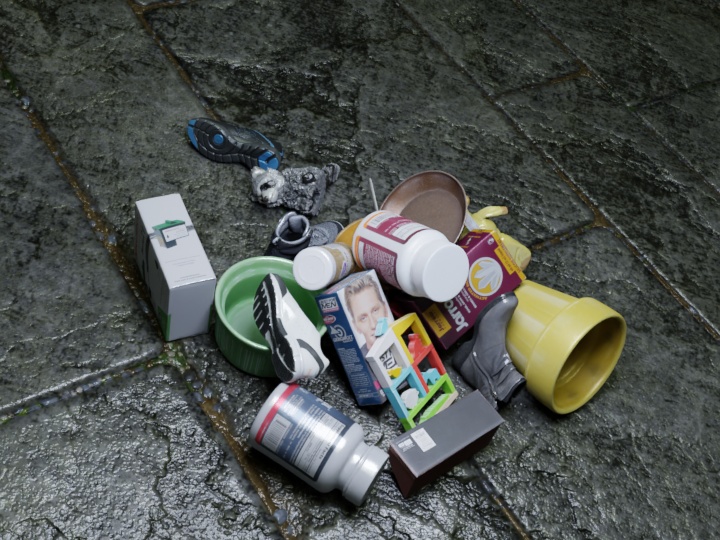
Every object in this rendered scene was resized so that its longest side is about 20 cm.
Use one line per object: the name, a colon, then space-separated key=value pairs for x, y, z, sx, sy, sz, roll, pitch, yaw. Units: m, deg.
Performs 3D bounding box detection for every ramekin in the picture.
ramekin: x=-0.153 y=0.083 z=1.667 sx=0.198 sy=0.098 sz=0.201 roll=9 pitch=47 yaw=-10

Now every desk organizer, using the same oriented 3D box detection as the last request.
desk organizer: x=0.132 y=0.280 z=1.595 sx=0.199 sy=0.077 sz=0.072 roll=-24 pitch=60 yaw=-33

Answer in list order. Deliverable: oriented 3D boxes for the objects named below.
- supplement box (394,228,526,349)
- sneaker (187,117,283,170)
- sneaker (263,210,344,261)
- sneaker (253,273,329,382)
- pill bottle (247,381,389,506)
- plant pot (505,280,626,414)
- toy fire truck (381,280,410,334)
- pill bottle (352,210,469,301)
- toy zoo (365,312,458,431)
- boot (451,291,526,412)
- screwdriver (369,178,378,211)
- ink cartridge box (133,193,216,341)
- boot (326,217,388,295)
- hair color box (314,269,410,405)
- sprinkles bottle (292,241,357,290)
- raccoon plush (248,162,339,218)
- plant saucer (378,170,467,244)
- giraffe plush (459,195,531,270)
supplement box: x=0.175 y=0.030 z=1.727 sx=0.200 sy=0.086 sz=0.111 roll=-40 pitch=105 yaw=-14
sneaker: x=-0.249 y=-0.253 z=1.969 sx=0.199 sy=0.074 sz=0.082 roll=24 pitch=30 yaw=-3
sneaker: x=-0.095 y=-0.062 z=1.804 sx=0.075 sy=0.114 sz=0.199 roll=42 pitch=51 yaw=20
sneaker: x=-0.112 y=0.092 z=1.568 sx=0.079 sy=0.074 sz=0.201 roll=5 pitch=51 yaw=-36
pill bottle: x=-0.062 y=0.269 z=1.516 sx=0.199 sy=0.120 sz=0.120 roll=32 pitch=48 yaw=11
plant pot: x=0.332 y=0.117 z=1.737 sx=0.200 sy=0.202 sz=0.189 roll=-25 pitch=45 yaw=-33
toy fire truck: x=0.070 y=0.016 z=1.831 sx=0.140 sy=0.049 sz=0.200 roll=-20 pitch=56 yaw=-28
pill bottle: x=0.083 y=-0.023 z=1.648 sx=0.113 sy=0.115 sz=0.200 roll=-17 pitch=26 yaw=-29
toy zoo: x=0.081 y=0.163 z=1.639 sx=0.131 sy=0.020 sz=0.201 roll=-41 pitch=110 yaw=-40
boot: x=0.243 y=0.143 z=1.675 sx=0.069 sy=0.201 sz=0.132 roll=-10 pitch=49 yaw=-35
screwdriver: x=0.038 y=-0.105 z=1.879 sx=0.029 sy=0.028 sz=0.201 roll=-16 pitch=51 yaw=14
ink cartridge box: x=-0.317 y=-0.007 z=1.664 sx=0.084 sy=0.147 sz=0.201 roll=-13 pitch=53 yaw=-24
boot: x=0.000 y=0.000 z=1.798 sx=0.143 sy=0.071 sz=0.201 roll=30 pitch=59 yaw=26
hair color box: x=0.010 y=0.112 z=1.639 sx=0.100 sy=0.060 sz=0.201 roll=-31 pitch=102 yaw=-43
sprinkles bottle: x=-0.057 y=-0.010 z=1.649 sx=0.068 sy=0.069 sz=0.200 roll=28 pitch=9 yaw=8
raccoon plush: x=-0.134 y=-0.168 z=1.934 sx=0.133 sy=0.098 sz=0.200 roll=14 pitch=16 yaw=13
plant saucer: x=0.113 y=-0.083 z=1.777 sx=0.037 sy=0.200 sz=0.201 roll=35 pitch=28 yaw=-47
giraffe plush: x=0.202 y=-0.053 z=1.875 sx=0.172 sy=0.201 sz=0.162 roll=-29 pitch=26 yaw=-10
